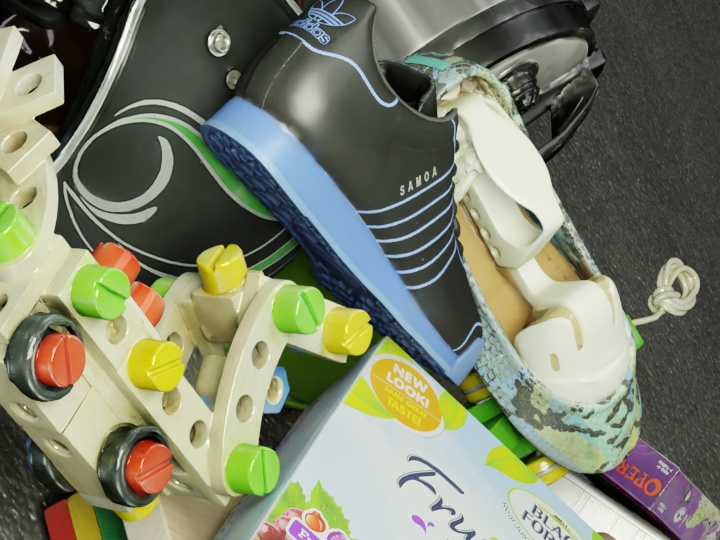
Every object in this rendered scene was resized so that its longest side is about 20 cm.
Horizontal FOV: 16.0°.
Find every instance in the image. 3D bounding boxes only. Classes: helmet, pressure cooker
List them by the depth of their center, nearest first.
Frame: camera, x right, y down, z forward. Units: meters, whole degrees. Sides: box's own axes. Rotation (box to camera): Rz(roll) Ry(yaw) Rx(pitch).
[{"bbox_3d":[-0.091,-0.072,1.050,0.190,0.200,0.201,21,43,-54],"label":"helmet"},{"bbox_3d":[0.030,-0.130,1.418,0.200,0.176,0.179,56,15,13],"label":"pressure cooker"}]

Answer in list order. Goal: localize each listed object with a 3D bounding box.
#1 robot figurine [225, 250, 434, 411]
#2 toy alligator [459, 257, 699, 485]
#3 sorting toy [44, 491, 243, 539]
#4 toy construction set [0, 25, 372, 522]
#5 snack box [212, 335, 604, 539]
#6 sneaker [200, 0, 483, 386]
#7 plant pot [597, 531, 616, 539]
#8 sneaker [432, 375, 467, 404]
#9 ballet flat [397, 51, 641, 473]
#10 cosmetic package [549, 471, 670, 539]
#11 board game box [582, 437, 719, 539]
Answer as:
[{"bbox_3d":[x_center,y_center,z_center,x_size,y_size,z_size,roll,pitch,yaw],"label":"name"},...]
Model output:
[{"bbox_3d":[0.000,0.000,1.191,0.115,0.200,0.176,-31,93,-34],"label":"robot figurine"},{"bbox_3d":[0.088,0.050,1.166,0.200,0.054,0.059,-36,98,-47],"label":"toy alligator"},{"bbox_3d":[-0.036,0.174,1.026,0.200,0.069,0.199,29,37,-54],"label":"sorting toy"},{"bbox_3d":[-0.085,0.009,0.906,0.200,0.092,0.131,46,58,-29],"label":"toy construction set"},{"bbox_3d":[0.037,0.146,0.968,0.200,0.068,0.169,45,33,-5],"label":"snack box"},{"bbox_3d":[0.013,-0.028,0.995,0.070,0.078,0.200,33,-11,35],"label":"sneaker"},{"bbox_3d":[0.083,0.178,1.146,0.201,0.092,0.202,163,-90,-84],"label":"plant pot"},{"bbox_3d":[0.039,0.029,1.344,0.075,0.104,0.201,37,29,-41],"label":"sneaker"},{"bbox_3d":[0.070,-0.001,1.073,0.200,0.074,0.074,57,21,-11],"label":"ballet flat"},{"bbox_3d":[0.113,0.139,1.308,0.082,0.051,0.200,36,-4,8],"label":"cosmetic package"},{"bbox_3d":[0.139,0.106,1.271,0.120,0.032,0.200,33,-6,34],"label":"board game box"}]
